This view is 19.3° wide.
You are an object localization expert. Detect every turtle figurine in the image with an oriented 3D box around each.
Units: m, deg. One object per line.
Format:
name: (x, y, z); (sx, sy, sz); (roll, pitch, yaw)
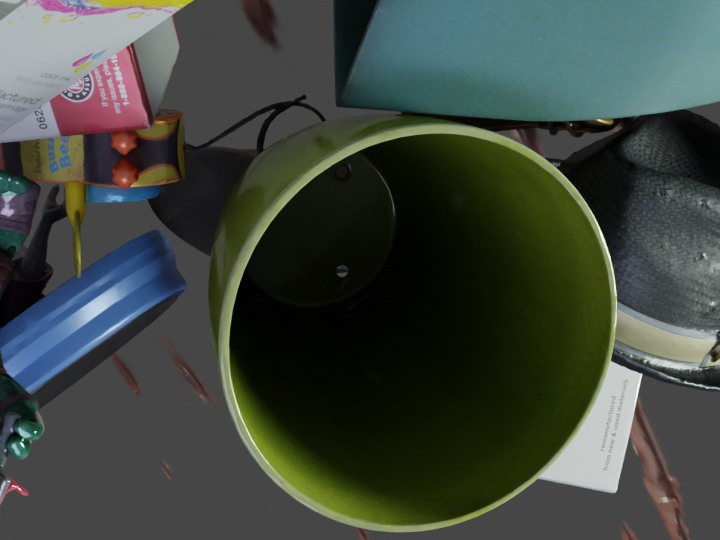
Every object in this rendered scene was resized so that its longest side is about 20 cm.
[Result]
turtle figurine: (-0.222, 0.048, 1.070); (0.148, 0.202, 0.101); (7, 170, 4)

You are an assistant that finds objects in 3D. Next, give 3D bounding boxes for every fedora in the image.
fedora: (0.160, -0.027, 1.104); (0.199, 0.201, 0.092); (20, 121, -22)

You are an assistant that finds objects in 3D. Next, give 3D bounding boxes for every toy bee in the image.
toy bee: (-0.132, -0.073, 1.103); (0.198, 0.109, 0.132); (-21, 94, 15)

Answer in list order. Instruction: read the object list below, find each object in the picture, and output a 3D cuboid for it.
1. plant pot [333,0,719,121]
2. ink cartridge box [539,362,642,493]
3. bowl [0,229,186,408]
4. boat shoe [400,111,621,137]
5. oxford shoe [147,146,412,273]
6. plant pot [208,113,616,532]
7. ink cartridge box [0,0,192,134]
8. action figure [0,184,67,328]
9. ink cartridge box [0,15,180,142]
plant pot: (0.100, -0.154, 0.952); (0.198, 0.142, 0.142); (8, 144, -13)
ink cartridge box: (0.046, 0.061, 1.239); (0.198, 0.084, 0.146); (12, -177, -12)
bowl: (-0.184, 0.051, 1.214); (0.040, 0.200, 0.200); (53, 132, 1)
boat shoe: (0.105, -0.105, 1.074); (0.199, 0.068, 0.072); (-16, 140, 24)
oxford shoe: (-0.024, -0.038, 1.183); (0.198, 0.071, 0.072); (10, 120, 17)
plant pot: (0.000, 0.000, 1.023); (0.185, 0.200, 0.189); (-5, 107, -16)
ink cartridge box: (-0.135, -0.144, 0.851); (0.199, 0.086, 0.147); (-30, 161, 25)
action figure: (-0.235, 0.025, 1.209); (0.133, 0.151, 0.200); (-7, 173, 26)
ink cartridge box: (-0.202, -0.137, 1.010); (0.198, 0.083, 0.148); (-5, 125, 11)
